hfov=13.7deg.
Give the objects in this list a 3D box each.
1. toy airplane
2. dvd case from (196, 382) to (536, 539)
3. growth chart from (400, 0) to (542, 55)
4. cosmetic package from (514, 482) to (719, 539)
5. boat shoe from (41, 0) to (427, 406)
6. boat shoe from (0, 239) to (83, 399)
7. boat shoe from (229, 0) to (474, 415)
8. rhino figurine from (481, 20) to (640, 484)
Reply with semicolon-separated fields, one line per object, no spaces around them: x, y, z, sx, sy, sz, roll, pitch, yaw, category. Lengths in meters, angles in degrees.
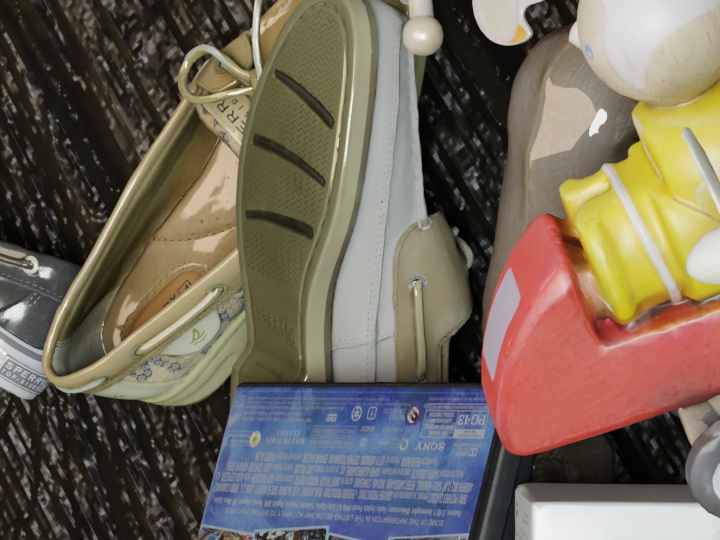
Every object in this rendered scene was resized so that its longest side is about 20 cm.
0.123;-0.044;0.823;0.200;0.141;0.199;-15;37;54;toy airplane
-0.015;0.131;0.933;0.143;0.018;0.200;-2;69;50;dvd case
0.081;-0.160;0.952;0.200;0.018;0.145;-27;63;33;growth chart
0.144;0.140;0.875;0.200;0.052;0.151;0;93;-3;cosmetic package
-0.045;-0.030;1.082;0.073;0.063;0.200;43;114;30;boat shoe
-0.183;-0.024;1.191;0.200;0.070;0.066;33;93;36;boat shoe
0.000;0.000;1.032;0.075;0.068;0.200;38;125;56;boat shoe
0.072;0.010;0.977;0.060;0.087;0.200;17;101;37;rhino figurine
